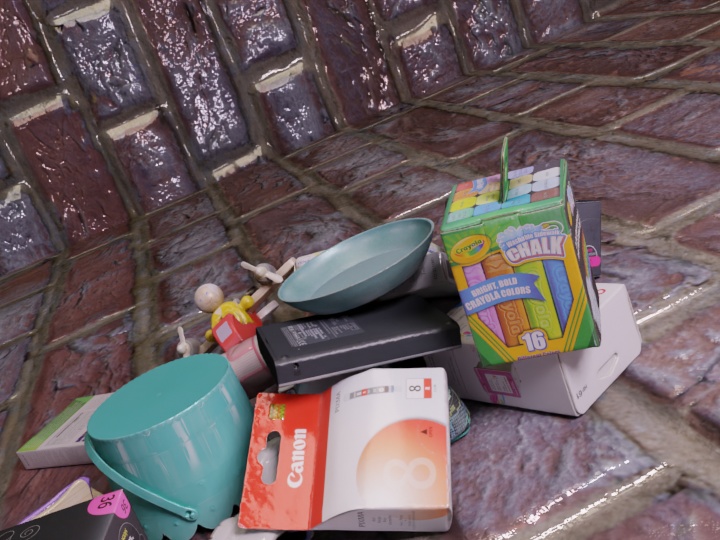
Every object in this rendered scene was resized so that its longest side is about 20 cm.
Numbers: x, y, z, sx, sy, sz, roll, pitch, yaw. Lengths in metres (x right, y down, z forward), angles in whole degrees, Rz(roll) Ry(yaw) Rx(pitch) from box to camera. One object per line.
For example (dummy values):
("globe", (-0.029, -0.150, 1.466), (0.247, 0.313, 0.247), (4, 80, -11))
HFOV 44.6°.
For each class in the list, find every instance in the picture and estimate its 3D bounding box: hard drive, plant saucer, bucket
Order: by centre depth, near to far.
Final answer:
("hard drive", (-0.006, 0.072, 0.956), (0.198, 0.033, 0.140), (-11, 14, -13))
("bucket", (-0.208, 0.198, 1.015), (0.206, 0.136, 0.207), (-20, 17, 6))
("plant saucer", (0.000, 0.000, 1.019), (0.199, 0.036, 0.200), (-23, 15, 7))

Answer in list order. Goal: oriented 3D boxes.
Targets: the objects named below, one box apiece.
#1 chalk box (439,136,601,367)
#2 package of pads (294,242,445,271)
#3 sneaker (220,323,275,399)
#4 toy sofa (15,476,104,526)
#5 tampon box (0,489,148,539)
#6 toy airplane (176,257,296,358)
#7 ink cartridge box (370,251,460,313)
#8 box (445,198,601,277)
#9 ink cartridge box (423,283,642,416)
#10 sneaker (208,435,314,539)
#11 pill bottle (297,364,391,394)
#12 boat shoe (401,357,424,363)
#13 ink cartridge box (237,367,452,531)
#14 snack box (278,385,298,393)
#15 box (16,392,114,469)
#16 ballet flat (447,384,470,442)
("chalk box", (0.155, -0.028, 0.871), (0.123, 0.201, 0.125), (-13, 21, 19))
("package of pads", (0.017, 0.003, 1.316), (0.199, 0.069, 0.154), (-14, -14, 26))
("sneaker", (-0.143, 0.129, 1.174), (0.104, 0.076, 0.200), (-33, -7, 3))
("toy sofa", (-0.369, 0.307, 0.954), (0.200, 0.098, 0.082), (-35, 23, -33))
("tampon box", (-0.294, 0.317, 0.794), (0.198, 0.127, 0.150), (-20, 19, 4))
("toy airplane", (-0.194, 0.071, 1.343), (0.199, 0.141, 0.200), (-30, 20, 49))
("ink cartridge box", (0.071, 0.036, 1.133), (0.172, 0.044, 0.200), (-18, -19, 26))
("box", (0.220, -0.047, 1.215), (0.121, 0.107, 0.200), (-6, 8, -29))
("ink cartridge box", (0.189, 0.080, 0.984), (0.199, 0.085, 0.144), (2, 30, 47))
("sneaker", (-0.080, 0.243, 0.878), (0.086, 0.075, 0.200), (-5, 31, 19))
("pill bottle", (-0.017, 0.132, 1.026), (0.110, 0.112, 0.200), (-19, 18, 8))
("boat shoe", (0.045, 0.090, 1.160), (0.067, 0.073, 0.199), (3, -2, -40))
("ink cartridge box", (-0.013, 0.167, 0.847), (0.198, 0.050, 0.163), (1, 44, 2))
("snack box", (-0.071, 0.136, 1.137), (0.024, 0.072, 0.200), (-20, 19, 10))
("box", (-0.385, 0.230, 1.290), (0.199, 0.037, 0.144), (-10, 22, 28))
("ballet flat", (0.026, 0.181, 0.912), (0.199, 0.075, 0.074), (-31, 21, -26))
